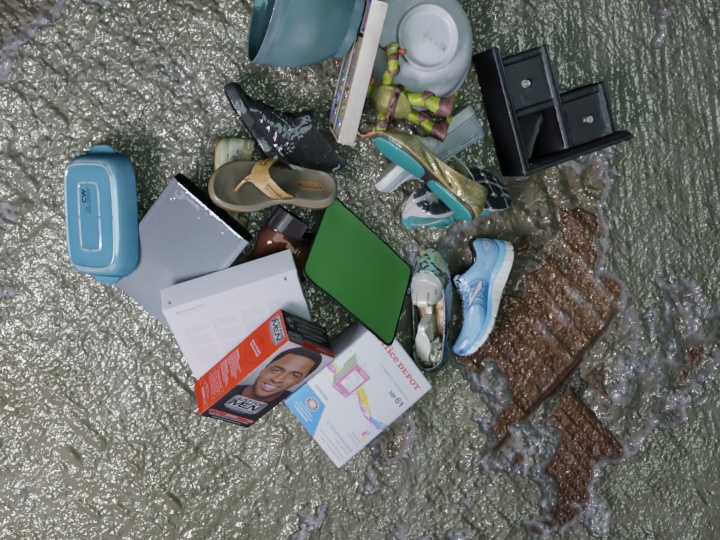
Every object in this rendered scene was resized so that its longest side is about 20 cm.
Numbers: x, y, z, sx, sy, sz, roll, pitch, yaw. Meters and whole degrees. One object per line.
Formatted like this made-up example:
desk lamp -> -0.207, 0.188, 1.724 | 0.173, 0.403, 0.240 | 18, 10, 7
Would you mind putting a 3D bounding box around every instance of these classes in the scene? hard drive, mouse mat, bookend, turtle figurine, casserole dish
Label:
hard drive -> -0.267, -0.024, 1.171 | 0.139, 0.033, 0.200 | 40, 113, -7
mouse mat -> 0.000, 0.000, 1.221 | 0.199, 0.007, 0.163 | 41, 48, -26
bookend -> 0.306, -0.275, 1.277 | 0.197, 0.092, 0.202 | -18, 100, -10
turtle figurine -> 0.061, -0.258, 1.180 | 0.159, 0.065, 0.202 | 21, 132, 8
casserole dish -> -0.379, -0.079, 1.153 | 0.119, 0.039, 0.204 | 3, 98, 24

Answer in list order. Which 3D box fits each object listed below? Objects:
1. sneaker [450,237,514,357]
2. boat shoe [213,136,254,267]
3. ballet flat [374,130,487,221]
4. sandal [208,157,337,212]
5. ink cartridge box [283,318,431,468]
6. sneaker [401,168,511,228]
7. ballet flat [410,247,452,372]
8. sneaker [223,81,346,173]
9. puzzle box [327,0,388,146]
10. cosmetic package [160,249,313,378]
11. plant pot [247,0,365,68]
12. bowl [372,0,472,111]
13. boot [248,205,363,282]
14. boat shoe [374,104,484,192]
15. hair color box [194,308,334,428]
sneaker -> 0.181, 0.041, 1.309 | 0.089, 0.078, 0.203 | 17, 85, -3
boat shoe -> -0.190, -0.098, 1.203 | 0.061, 0.073, 0.204 | 0, 98, -10
ballet flat -> 0.109, -0.156, 1.191 | 0.199, 0.071, 0.071 | 39, 88, -7
sandal -> -0.122, -0.129, 1.163 | 0.197, 0.054, 0.082 | 0, 69, -21
ink cartridge box -> -0.008, 0.184, 1.271 | 0.199, 0.085, 0.145 | -40, 103, -6
sneaker -> 0.152, -0.109, 1.279 | 0.197, 0.080, 0.079 | -9, 67, -27
ballet flat -> 0.111, 0.068, 1.284 | 0.073, 0.074, 0.204 | -7, 97, -11
sneaker -> -0.113, -0.218, 1.215 | 0.104, 0.060, 0.201 | -35, 108, -3
puzzle box -> -0.007, -0.293, 1.166 | 0.025, 0.133, 0.203 | 10, 108, -14
cosmetic package -> -0.176, 0.066, 1.182 | 0.197, 0.052, 0.152 | -17, 135, -4
plant pot -> -0.071, -0.378, 1.137 | 0.132, 0.200, 0.204 | 11, 95, -18
bowl -> 0.092, -0.350, 1.225 | 0.197, 0.090, 0.205 | -1, 97, -11
boot -> -0.106, 0.031, 1.243 | 0.187, 0.068, 0.202 | 30, 96, -27
boat shoe -> 0.114, -0.176, 1.260 | 0.200, 0.070, 0.072 | -39, 101, -7
hair color box -> -0.145, 0.149, 1.189 | 0.200, 0.062, 0.101 | -41, 138, 24
